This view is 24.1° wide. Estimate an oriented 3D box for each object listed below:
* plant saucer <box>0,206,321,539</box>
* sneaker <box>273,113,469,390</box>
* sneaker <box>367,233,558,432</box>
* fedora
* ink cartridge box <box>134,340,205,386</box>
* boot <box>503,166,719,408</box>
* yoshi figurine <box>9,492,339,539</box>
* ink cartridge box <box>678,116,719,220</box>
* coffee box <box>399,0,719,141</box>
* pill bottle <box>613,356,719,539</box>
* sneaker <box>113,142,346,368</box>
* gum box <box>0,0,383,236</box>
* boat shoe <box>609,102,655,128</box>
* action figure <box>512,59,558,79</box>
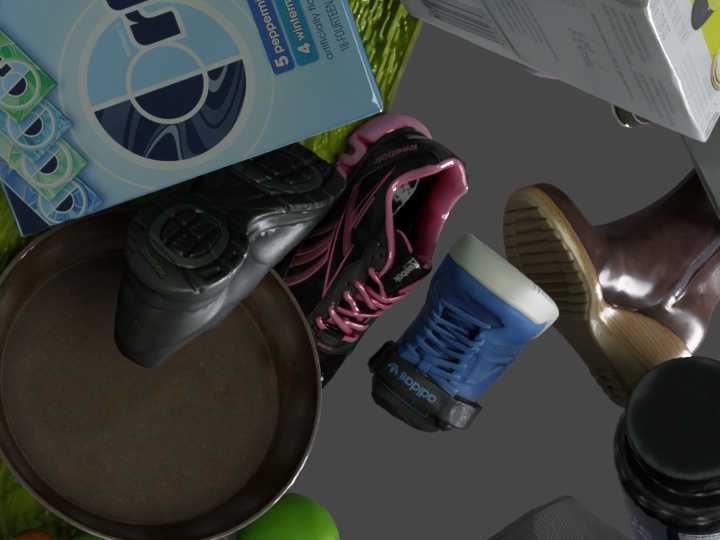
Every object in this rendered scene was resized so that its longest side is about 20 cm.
[{"bbox_3d":[-0.120,0.062,0.956,0.200,0.034,0.200,8,66,-19],"label":"plant saucer"},{"bbox_3d":[0.000,0.000,1.027,0.079,0.095,0.200,29,90,-36],"label":"sneaker"},{"bbox_3d":[0.057,0.048,1.037,0.077,0.200,0.111,40,85,7],"label":"sneaker"},{"bbox_3d":[0.132,0.213,1.144,0.177,0.090,0.200,-25,156,-17],"label":"fedora"},{"bbox_3d":[-0.126,0.112,1.016,0.099,0.039,0.200,-30,118,-20],"label":"ink cartridge box"},{"bbox_3d":[0.190,-0.023,1.168,0.166,0.072,0.200,-49,123,-25],"label":"boot"},{"bbox_3d":[-0.094,0.169,0.969,0.200,0.112,0.113,-7,102,-33],"label":"yoshi figurine"},{"bbox_3d":[0.348,-0.067,1.163,0.200,0.145,0.145,23,126,-34],"label":"ink cartridge box"},{"bbox_3d":[0.126,-0.220,0.890,0.198,0.200,0.200,-61,157,-5],"label":"coffee box"},{"bbox_3d":[0.232,0.135,1.153,0.112,0.112,0.200,-48,152,-11],"label":"pill bottle"},{"bbox_3d":[-0.080,-0.016,0.947,0.200,0.076,0.091,-39,160,-52],"label":"sneaker"},{"bbox_3d":[-0.109,-0.130,0.866,0.200,0.045,0.170,-18,102,5],"label":"gum box"},{"bbox_3d":[0.245,-0.176,1.148,0.200,0.057,0.067,-51,124,-9],"label":"boat shoe"},{"bbox_3d":[0.178,-0.230,1.063,0.149,0.134,0.200,84,27,-57],"label":"action figure"}]
